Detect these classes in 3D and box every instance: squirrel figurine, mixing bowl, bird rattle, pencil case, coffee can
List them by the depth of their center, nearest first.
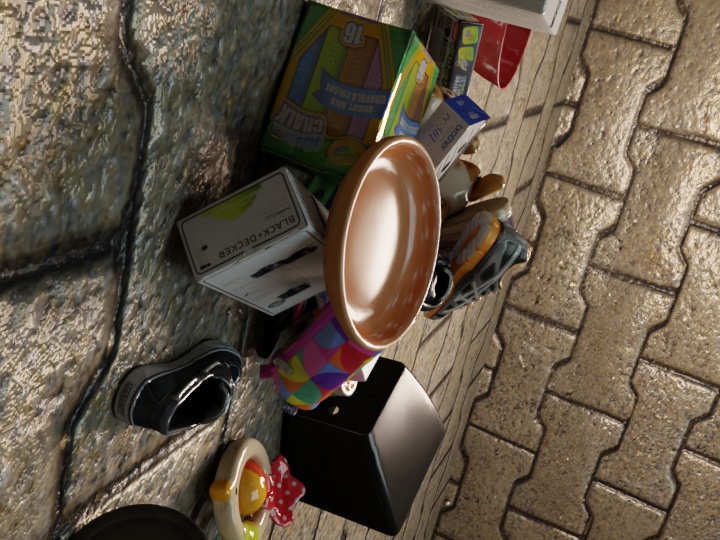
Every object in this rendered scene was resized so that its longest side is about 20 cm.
[{"bbox_3d":[-0.201,0.340,0.782,0.147,0.143,0.203,-53,156,-43],"label":"coffee can"},{"bbox_3d":[-0.024,0.078,0.936,0.200,0.089,0.088,-43,177,29],"label":"pencil case"},{"bbox_3d":[-0.132,0.285,1.034,0.201,0.110,0.167,-52,139,-53],"label":"bird rattle"},{"bbox_3d":[0.071,-0.163,1.112,0.140,0.190,0.199,-29,-169,-19],"label":"squirrel figurine"},{"bbox_3d":[0.202,-0.397,1.303,0.200,0.106,0.205,20,89,-74],"label":"mixing bowl"}]

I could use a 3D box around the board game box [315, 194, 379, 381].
[{"bbox_3d":[0.000,0.000,1.074,0.201,0.042,0.203,-55,136,-54],"label":"board game box"}]

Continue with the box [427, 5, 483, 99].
[{"bbox_3d":[0.121,-0.271,1.214,0.111,0.034,0.204,-117,-147,-57],"label":"box"}]

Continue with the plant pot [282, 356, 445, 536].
[{"bbox_3d":[-0.006,0.228,1.234,0.201,0.196,0.180,-55,145,-38],"label":"plant pot"}]

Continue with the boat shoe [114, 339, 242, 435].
[{"bbox_3d":[-0.155,0.117,0.814,0.073,0.066,0.199,-71,163,6],"label":"boat shoe"}]

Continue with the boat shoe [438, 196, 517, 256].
[{"bbox_3d":[0.126,-0.044,1.112,0.072,0.198,0.066,-35,104,-41],"label":"boat shoe"}]

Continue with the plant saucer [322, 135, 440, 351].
[{"bbox_3d":[0.020,-0.027,0.802,0.199,0.037,0.206,-27,121,-56],"label":"plant saucer"}]

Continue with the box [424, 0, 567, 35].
[{"bbox_3d":[0.175,-0.424,1.030,0.130,0.196,0.204,-11,119,-70],"label":"box"}]

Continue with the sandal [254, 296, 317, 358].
[{"bbox_3d":[-0.070,0.017,1.010,0.076,0.044,0.202,83,31,-57],"label":"sandal"}]

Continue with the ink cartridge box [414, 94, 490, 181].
[{"bbox_3d":[0.063,-0.108,0.966,0.201,0.044,0.094,-51,172,27],"label":"ink cartridge box"}]

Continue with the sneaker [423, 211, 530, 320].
[{"bbox_3d":[0.139,0.010,1.053,0.200,0.076,0.080,129,-24,-52],"label":"sneaker"}]

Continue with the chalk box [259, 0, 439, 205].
[{"bbox_3d":[-0.016,-0.147,0.865,0.205,0.121,0.124,-71,163,2],"label":"chalk box"}]

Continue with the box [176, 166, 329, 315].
[{"bbox_3d":[-0.080,-0.020,0.808,0.115,0.061,0.200,-26,164,9],"label":"box"}]

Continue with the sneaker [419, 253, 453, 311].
[{"bbox_3d":[0.069,0.010,1.030,0.200,0.095,0.073,-12,112,-78],"label":"sneaker"}]

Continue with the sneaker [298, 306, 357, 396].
[{"bbox_3d":[-0.047,0.063,1.112,0.071,0.078,0.206,15,75,-62],"label":"sneaker"}]
